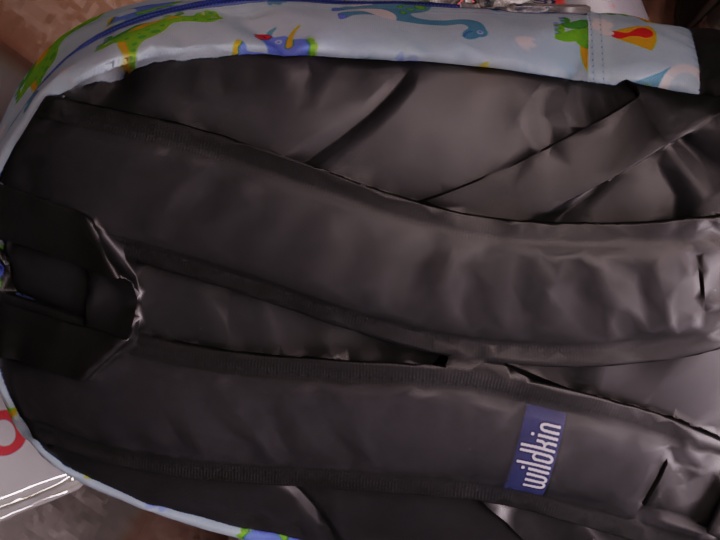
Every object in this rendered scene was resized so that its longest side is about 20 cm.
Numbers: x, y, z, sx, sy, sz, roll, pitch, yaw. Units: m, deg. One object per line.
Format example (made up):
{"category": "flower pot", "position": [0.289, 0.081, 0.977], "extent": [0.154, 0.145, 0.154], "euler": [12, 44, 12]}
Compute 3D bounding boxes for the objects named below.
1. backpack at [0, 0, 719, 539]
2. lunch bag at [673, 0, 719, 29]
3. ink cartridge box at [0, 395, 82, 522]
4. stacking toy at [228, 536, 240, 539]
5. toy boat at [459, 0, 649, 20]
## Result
{"category": "backpack", "position": [0.000, 0.000, 0.751], "extent": [0.199, 0.154, 0.164], "euler": [0, 113, -14]}
{"category": "lunch bag", "position": [0.211, -0.108, 0.910], "extent": [0.167, 0.200, 0.140], "euler": [26, 72, -6]}
{"category": "ink cartridge box", "position": [-0.177, -0.012, 0.792], "extent": [0.145, 0.083, 0.201], "euler": [-20, 94, -26]}
{"category": "stacking toy", "position": [0.050, 0.140, 0.884], "extent": [0.146, 0.146, 0.201], "euler": [-25, 114, -25]}
{"category": "toy boat", "position": [0.018, -0.040, 0.863], "extent": [0.199, 0.131, 0.131], "euler": [-26, 97, -25]}
